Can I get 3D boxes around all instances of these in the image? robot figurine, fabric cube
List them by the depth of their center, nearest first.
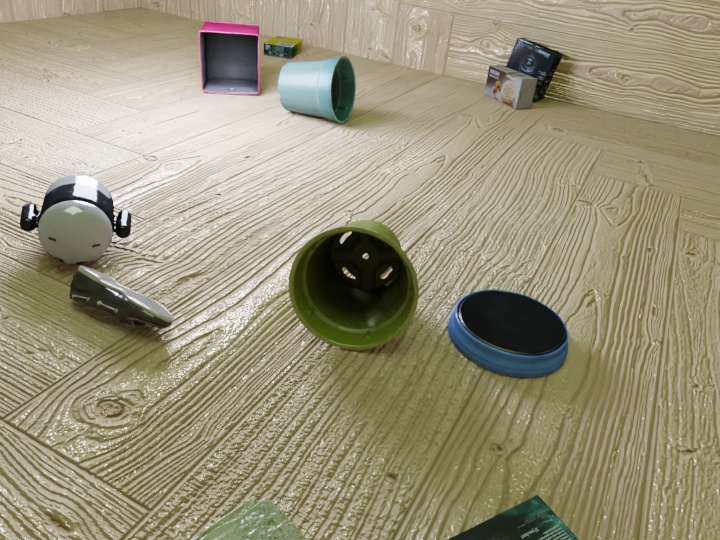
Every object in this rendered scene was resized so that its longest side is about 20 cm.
[{"bbox_3d":[-0.512,-0.094,1.088,0.150,0.125,0.200,-30,38,-1],"label":"robot figurine"},{"bbox_3d":[-0.445,-0.731,2.064,0.195,0.201,0.200,-1,30,-11],"label":"fabric cube"}]

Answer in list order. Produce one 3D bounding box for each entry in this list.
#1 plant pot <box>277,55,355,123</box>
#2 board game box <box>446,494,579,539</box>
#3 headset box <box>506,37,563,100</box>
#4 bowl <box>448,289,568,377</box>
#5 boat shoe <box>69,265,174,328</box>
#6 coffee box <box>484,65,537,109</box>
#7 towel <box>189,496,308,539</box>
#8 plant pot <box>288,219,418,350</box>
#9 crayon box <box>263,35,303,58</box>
[{"bbox_3d":[-0.140,-0.571,1.887,0.195,0.201,0.200,10,31,20],"label":"plant pot"},{"bbox_3d":[0.156,0.326,0.622,0.199,0.028,0.135,-11,36,-28],"label":"board game box"},{"bbox_3d":[0.666,-0.787,2.370,0.174,0.201,0.093,34,34,21],"label":"headset box"},{"bbox_3d":[0.248,0.097,1.003,0.199,0.040,0.201,5,32,-3],"label":"bowl"},{"bbox_3d":[-0.377,0.056,0.945,0.199,0.057,0.067,25,0,21],"label":"boat shoe"},{"bbox_3d":[0.572,-0.704,2.301,0.079,0.115,0.200,-10,36,-25],"label":"coffee box"},{"bbox_3d":[-0.095,0.317,0.581,0.200,0.037,0.148,30,38,34],"label":"towel"},{"bbox_3d":[0.000,0.000,0.993,0.199,0.202,0.184,10,21,5],"label":"plant pot"},{"bbox_3d":[-0.333,-0.981,2.632,0.126,0.051,0.200,11,32,7],"label":"crayon box"}]
